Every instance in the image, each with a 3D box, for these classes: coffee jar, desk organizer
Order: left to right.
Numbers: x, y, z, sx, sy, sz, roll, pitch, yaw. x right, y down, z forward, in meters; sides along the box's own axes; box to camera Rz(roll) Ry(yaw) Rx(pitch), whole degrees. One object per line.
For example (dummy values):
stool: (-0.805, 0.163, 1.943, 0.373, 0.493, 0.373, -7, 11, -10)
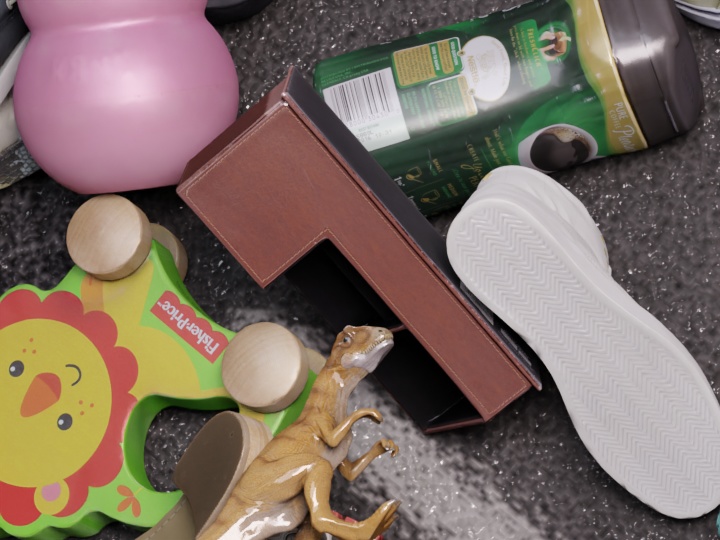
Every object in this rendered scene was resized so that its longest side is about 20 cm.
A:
desk organizer: (0.000, 0.000, 1.511, 0.077, 0.072, 0.200, -39, 100, 11)
coffee jar: (0.081, -0.093, 1.572, 0.199, 0.104, 0.086, -17, 64, 9)

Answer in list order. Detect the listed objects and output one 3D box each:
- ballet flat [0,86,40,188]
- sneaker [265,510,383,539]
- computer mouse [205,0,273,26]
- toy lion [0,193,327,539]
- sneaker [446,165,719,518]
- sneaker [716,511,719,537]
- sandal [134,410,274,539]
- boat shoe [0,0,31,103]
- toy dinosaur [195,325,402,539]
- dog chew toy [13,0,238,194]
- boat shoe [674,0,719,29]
ballet flat: (-0.239, -0.073, 1.684, 0.200, 0.072, 0.072, -26, 62, 5)
sneaker: (0.019, 0.191, 1.482, 0.200, 0.078, 0.082, 38, 84, 28)
computer mouse: (-0.109, -0.186, 1.706, 0.199, 0.053, 0.139, 6, 71, 33)
toy lion: (-0.139, 0.073, 1.598, 0.200, 0.069, 0.192, 37, 89, 27)
sneaker: (0.126, 0.028, 1.520, 0.074, 0.116, 0.200, -36, 98, 17)
sneaker: (0.272, 0.085, 1.463, 0.200, 0.078, 0.091, -45, 78, -1)
sandal: (-0.090, 0.166, 1.530, 0.212, 0.069, 0.078, -53, 35, 23)
boat shoe: (-0.207, -0.162, 1.656, 0.075, 0.060, 0.201, 1, 52, 24)
toy dinosaur: (-0.042, 0.115, 1.448, 0.106, 0.060, 0.200, 37, 66, 18)
dog chew toy: (-0.134, -0.145, 1.608, 0.124, 0.125, 0.201, -5, 95, 15)
boat shoe: (0.139, -0.195, 1.612, 0.200, 0.062, 0.072, 26, 77, 35)
